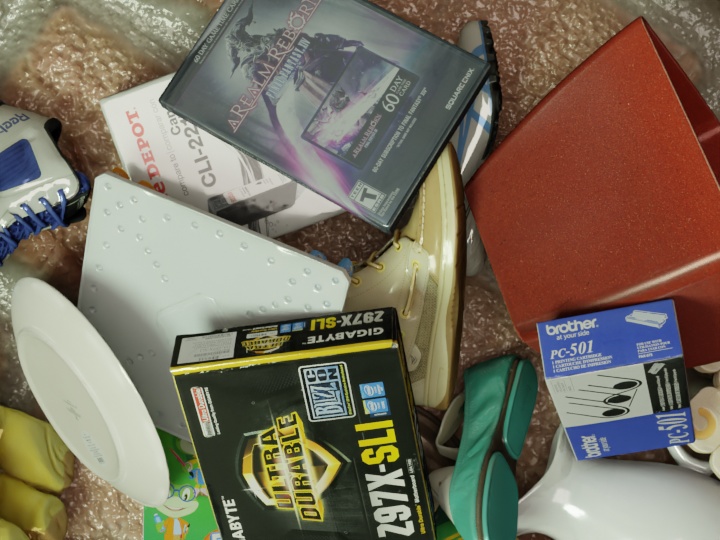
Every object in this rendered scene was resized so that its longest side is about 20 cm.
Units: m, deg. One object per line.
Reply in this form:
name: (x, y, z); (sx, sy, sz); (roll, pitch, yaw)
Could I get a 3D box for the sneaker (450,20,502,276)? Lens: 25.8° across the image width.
sneaker: (0.072, -0.096, 1.223); (0.072, 0.072, 0.201); (7, 93, 7)

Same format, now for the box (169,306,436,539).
box: (-0.036, 0.126, 1.130); (0.159, 0.049, 0.201); (-8, 124, 4)

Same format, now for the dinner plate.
dinner plate: (-0.211, 0.097, 1.181); (0.024, 0.200, 0.201); (-34, 97, -26)

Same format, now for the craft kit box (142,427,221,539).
craft kit box: (-0.070, 0.160, 1.232); (0.199, 0.049, 0.199); (-1, 82, 6)

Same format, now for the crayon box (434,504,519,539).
crayon box: (0.074, 0.273, 1.150); (0.125, 0.200, 0.052); (29, 131, 6)

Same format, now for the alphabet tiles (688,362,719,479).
alphabet tiles: (0.346, 0.096, 1.230); (0.195, 0.015, 0.200); (-41, 83, -17)

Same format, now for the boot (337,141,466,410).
boot: (0.000, 0.000, 1.169); (0.155, 0.073, 0.201); (5, 107, 9)

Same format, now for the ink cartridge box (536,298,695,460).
ink cartridge box: (0.186, 0.082, 1.121); (0.094, 0.200, 0.044); (-10, 66, 10)

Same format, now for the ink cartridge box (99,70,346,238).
ink cartridge box: (-0.083, -0.098, 1.211); (0.199, 0.084, 0.145); (-20, 97, 1)

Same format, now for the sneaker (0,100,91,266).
sneaker: (-0.267, -0.044, 1.186); (0.115, 0.081, 0.200); (11, 67, 0)

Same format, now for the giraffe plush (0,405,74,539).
giraffe plush: (-0.341, 0.161, 1.215); (0.162, 0.173, 0.201); (-21, 108, 23)

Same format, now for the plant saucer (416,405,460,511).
plant saucer: (0.001, 0.199, 1.275); (0.199, 0.029, 0.201); (0, 98, -1)

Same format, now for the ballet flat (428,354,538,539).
ballet flat: (0.089, 0.148, 1.207); (0.070, 0.201, 0.067); (-12, 129, 26)

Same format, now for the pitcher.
pitcher: (0.230, 0.180, 1.239); (0.199, 0.121, 0.172); (25, 83, 8)

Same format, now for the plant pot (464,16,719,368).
plant pot: (0.193, -0.028, 1.151); (0.176, 0.200, 0.201); (-27, 61, 18)

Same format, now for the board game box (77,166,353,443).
board game box: (-0.113, 0.041, 1.159); (0.199, 0.026, 0.201); (22, 124, 11)

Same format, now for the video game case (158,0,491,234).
video game case: (-0.026, -0.133, 1.137); (0.199, 0.019, 0.143); (30, 79, 14)
